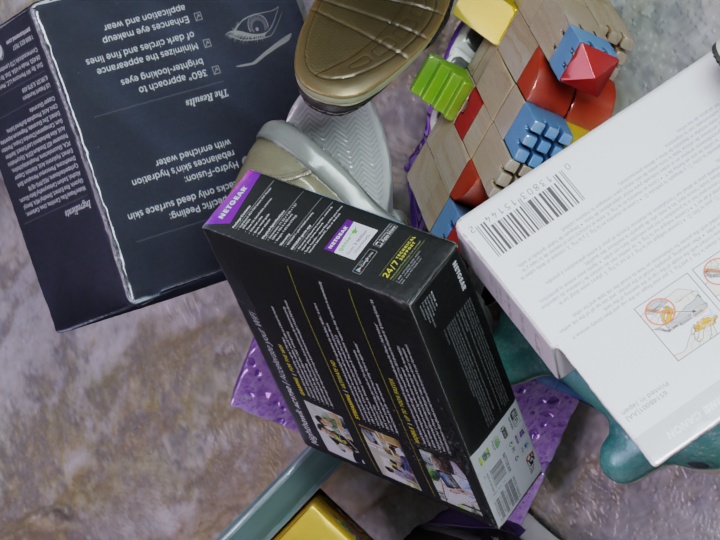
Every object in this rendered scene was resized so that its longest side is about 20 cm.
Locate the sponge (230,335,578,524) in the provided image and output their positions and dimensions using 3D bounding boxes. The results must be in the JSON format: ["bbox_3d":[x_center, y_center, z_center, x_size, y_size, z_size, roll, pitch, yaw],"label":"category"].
[{"bbox_3d":[0.028,0.069,1.687,0.199,0.030,0.112,22,117,-2],"label":"sponge"}]

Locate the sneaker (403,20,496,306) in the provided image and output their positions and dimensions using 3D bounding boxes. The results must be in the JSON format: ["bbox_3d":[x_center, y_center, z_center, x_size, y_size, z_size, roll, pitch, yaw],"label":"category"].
[{"bbox_3d":[0.056,-0.072,1.671,0.083,0.080,0.201,48,137,47],"label":"sneaker"}]

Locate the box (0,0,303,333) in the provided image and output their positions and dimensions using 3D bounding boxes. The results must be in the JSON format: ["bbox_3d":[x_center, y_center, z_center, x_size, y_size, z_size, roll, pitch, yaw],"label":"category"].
[{"bbox_3d":[-0.127,-0.087,1.797,0.117,0.196,0.201,-20,89,55],"label":"box"}]

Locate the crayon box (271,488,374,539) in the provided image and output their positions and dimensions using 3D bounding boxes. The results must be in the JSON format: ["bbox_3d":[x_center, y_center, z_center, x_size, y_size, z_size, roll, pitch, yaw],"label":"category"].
[{"bbox_3d":[0.000,0.204,1.760,0.127,0.051,0.200,44,180,0],"label":"crayon box"}]

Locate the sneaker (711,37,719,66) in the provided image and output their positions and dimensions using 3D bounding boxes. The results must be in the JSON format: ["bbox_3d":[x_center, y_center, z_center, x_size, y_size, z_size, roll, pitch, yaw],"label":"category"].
[{"bbox_3d":[0.273,-0.096,1.377,0.200,0.070,0.090,36,109,27],"label":"sneaker"}]

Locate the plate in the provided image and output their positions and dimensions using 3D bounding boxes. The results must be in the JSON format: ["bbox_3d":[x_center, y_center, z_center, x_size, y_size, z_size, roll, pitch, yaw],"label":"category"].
[{"bbox_3d":[-0.047,0.145,1.808,0.026,0.200,0.200,45,141,1],"label":"plate"}]

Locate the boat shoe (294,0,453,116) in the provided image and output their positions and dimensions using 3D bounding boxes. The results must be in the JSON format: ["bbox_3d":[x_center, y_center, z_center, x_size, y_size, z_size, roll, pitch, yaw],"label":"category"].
[{"bbox_3d":[0.021,-0.151,1.601,0.073,0.200,0.065,24,142,13],"label":"boat shoe"}]

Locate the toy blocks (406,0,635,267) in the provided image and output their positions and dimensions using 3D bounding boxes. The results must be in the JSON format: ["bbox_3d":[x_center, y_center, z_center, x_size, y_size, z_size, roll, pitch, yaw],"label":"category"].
[{"bbox_3d":[0.093,-0.077,1.539,0.200,0.100,0.137,-60,21,20],"label":"toy blocks"}]

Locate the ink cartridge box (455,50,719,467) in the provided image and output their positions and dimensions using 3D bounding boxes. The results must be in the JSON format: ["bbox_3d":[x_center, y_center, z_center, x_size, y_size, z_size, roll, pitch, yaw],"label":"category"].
[{"bbox_3d":[0.179,-0.009,1.431,0.176,0.200,0.045,52,170,26],"label":"ink cartridge box"}]

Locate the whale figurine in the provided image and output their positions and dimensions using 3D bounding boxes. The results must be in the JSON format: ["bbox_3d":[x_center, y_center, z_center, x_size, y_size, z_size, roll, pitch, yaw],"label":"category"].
[{"bbox_3d":[0.153,0.036,1.508,0.199,0.104,0.160,11,79,29],"label":"whale figurine"}]

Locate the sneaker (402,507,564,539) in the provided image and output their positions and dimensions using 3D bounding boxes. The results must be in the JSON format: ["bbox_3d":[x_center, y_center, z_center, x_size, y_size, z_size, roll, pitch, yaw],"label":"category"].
[{"bbox_3d":[0.105,0.208,1.712,0.200,0.087,0.076,24,123,46],"label":"sneaker"}]

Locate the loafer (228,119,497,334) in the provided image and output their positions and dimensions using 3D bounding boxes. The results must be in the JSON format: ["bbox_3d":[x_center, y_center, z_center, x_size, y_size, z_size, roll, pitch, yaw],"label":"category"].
[{"bbox_3d":[0.000,0.000,1.621,0.200,0.070,0.075,42,169,9],"label":"loafer"}]

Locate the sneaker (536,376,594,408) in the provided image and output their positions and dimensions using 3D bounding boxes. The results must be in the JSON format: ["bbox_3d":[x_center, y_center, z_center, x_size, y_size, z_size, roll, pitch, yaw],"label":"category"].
[{"bbox_3d":[0.177,0.062,1.591,0.200,0.078,0.066,22,80,31],"label":"sneaker"}]

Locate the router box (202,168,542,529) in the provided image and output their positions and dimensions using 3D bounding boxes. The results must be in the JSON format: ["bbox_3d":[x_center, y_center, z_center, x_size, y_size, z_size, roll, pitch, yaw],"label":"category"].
[{"bbox_3d":[0.009,0.045,1.539,0.149,0.051,0.200,21,149,34],"label":"router box"}]

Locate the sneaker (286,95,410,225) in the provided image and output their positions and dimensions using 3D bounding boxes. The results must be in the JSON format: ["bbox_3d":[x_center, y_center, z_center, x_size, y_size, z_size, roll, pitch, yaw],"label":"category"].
[{"bbox_3d":[-0.008,-0.039,1.726,0.116,0.073,0.201,-78,-15,-66],"label":"sneaker"}]
